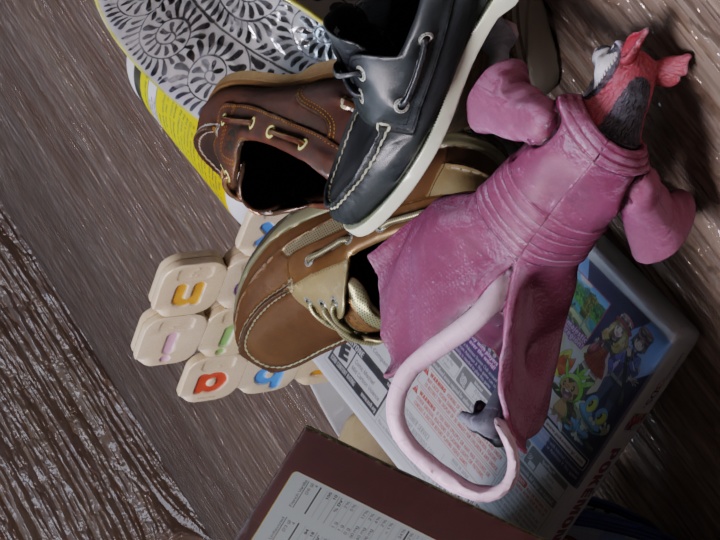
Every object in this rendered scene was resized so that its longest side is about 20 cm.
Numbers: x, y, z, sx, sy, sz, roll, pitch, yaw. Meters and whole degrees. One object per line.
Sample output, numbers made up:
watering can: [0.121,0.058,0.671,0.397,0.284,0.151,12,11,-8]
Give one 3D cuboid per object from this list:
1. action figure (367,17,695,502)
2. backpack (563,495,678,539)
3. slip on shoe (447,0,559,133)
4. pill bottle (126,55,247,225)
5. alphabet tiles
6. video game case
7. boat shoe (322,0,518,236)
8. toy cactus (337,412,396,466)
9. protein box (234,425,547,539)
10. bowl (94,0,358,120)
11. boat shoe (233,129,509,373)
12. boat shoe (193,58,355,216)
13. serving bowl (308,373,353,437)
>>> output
action figure: [0.071,-0.026,0.832,0.134,0.149,0.200,33,124,1]
backpack: [0.118,0.214,1.094,0.191,0.199,0.154,130,149,-50]
slip on shoe: [0.041,-0.152,0.883,0.076,0.060,0.200,45,159,44]
pill bottle: [-0.057,-0.093,1.213,0.200,0.112,0.113,51,162,34]
alphabet tiles: [-0.037,0.013,1.153,0.015,0.199,0.196,65,149,31]
video game case: [0.069,0.040,1.020,0.200,0.023,0.183,50,122,36]
boat shoe: [0.018,-0.105,0.835,0.200,0.066,0.075,-58,23,33]
toy cactus: [0.037,0.080,1.160,0.102,0.165,0.200,19,150,29]
protein box: [0.051,0.202,0.877,0.200,0.135,0.199,22,162,36]
bowl: [-0.036,-0.142,1.037,0.200,0.094,0.201,27,160,11]
boat shoe: [0.000,0.000,1.008,0.076,0.200,0.074,27,-138,-26]
boat shoe: [-0.042,-0.063,0.989,0.070,0.070,0.200,37,163,-19]
serving bowl: [-0.013,0.027,1.337,0.200,0.066,0.201,-23,-90,-86]
